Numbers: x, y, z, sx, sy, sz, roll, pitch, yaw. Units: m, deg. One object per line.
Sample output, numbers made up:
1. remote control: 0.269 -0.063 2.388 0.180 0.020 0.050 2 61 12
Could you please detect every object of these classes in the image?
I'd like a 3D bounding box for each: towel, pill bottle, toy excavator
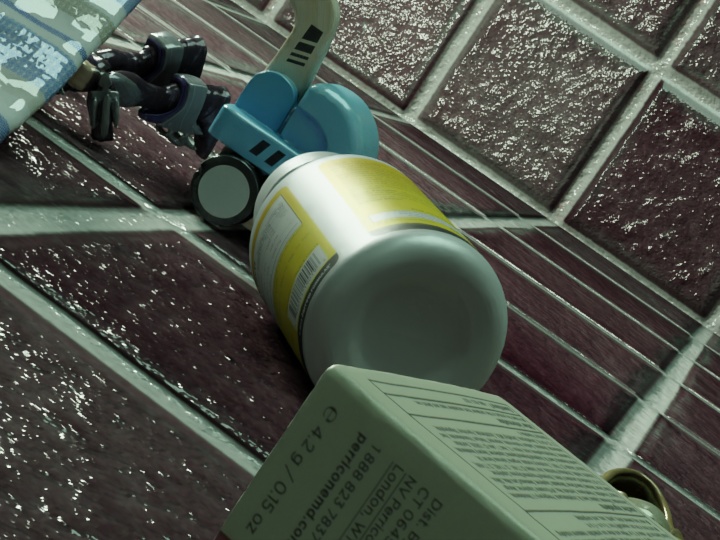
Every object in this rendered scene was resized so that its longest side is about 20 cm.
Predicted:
1. towel: -0.221 -0.162 0.985 0.147 0.024 0.200 34 44 -1
2. pill bottle: 0.000 0.000 0.957 0.112 0.112 0.200 29 11 -24
3. toy excavator: -0.042 -0.119 1.152 0.194 0.200 0.100 35 9 7

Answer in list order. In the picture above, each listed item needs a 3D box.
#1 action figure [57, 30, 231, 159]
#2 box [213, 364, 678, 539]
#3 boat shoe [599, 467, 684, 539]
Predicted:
1. action figure: -0.182 -0.133 1.170 0.200 0.069 0.130 7 33 -46
2. box: 0.059 0.131 0.494 0.200 0.109 0.128 39 10 28
3. boat shoe: 0.117 0.136 0.803 0.074 0.066 0.200 34 9 0
